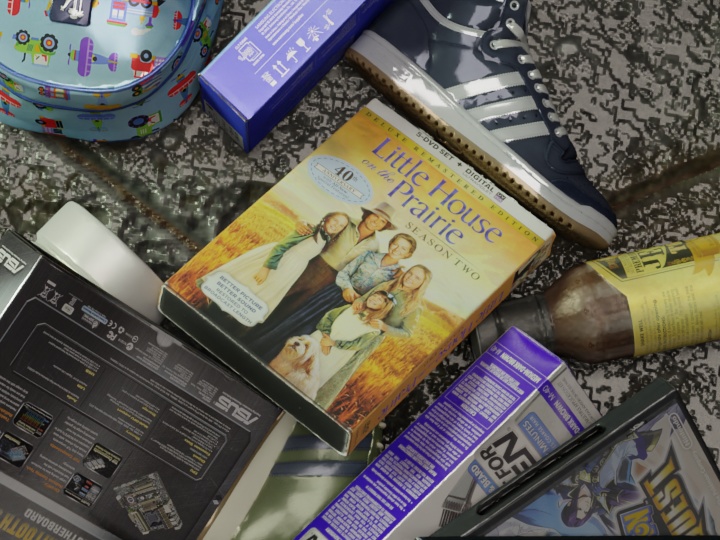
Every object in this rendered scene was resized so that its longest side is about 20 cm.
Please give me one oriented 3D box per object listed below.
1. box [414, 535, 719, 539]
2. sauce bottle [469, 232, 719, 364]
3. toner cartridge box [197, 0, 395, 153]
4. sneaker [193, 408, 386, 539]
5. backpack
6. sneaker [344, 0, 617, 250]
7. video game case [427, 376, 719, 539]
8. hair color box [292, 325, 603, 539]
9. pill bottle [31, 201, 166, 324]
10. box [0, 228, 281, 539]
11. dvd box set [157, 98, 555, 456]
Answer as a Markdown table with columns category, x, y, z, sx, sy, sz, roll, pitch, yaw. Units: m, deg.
| category | x | y | z | sx | sy | sz | roll | pitch | yaw |
| --- | --- | --- | --- | --- | --- | --- | --- | --- | --- |
| box | 0.126 | 0.259 | 1.499 | 0.199 | 0.124 | 0.197 | 2 | 105 | -20 |
| sauce bottle | 0.165 | 0.021 | 1.621 | 0.199 | 0.065 | 0.065 | -12 | 83 | -6 |
| toner cartridge box | -0.014 | -0.164 | 1.624 | 0.043 | 0.095 | 0.200 | 43 | 82 | 4 |
| sneaker | -0.017 | 0.111 | 1.606 | 0.090 | 0.067 | 0.200 | 38 | 77 | -11 |
| backpack | -0.166 | -0.184 | 1.602 | 0.182 | 0.135 | 0.201 | 10 | 84 | 0 |
| sneaker | 0.099 | -0.109 | 1.635 | 0.200 | 0.070 | 0.109 | 39 | 84 | 6 |
| video game case | 0.147 | 0.190 | 1.566 | 0.180 | 0.026 | 0.200 | -34 | 117 | -7 |
| hair color box | 0.059 | 0.143 | 1.574 | 0.200 | 0.065 | 0.109 | -43 | 127 | -6 |
| pill bottle | -0.206 | 0.061 | 1.572 | 0.114 | 0.114 | 0.200 | 42 | 82 | 3 |
| box | -0.162 | 0.093 | 1.512 | 0.200 | 0.048 | 0.159 | 34 | 89 | -37 |
| dvd box set | 0.000 | 0.000 | 1.581 | 0.146 | 0.029 | 0.200 | 38 | 57 | 15 |
